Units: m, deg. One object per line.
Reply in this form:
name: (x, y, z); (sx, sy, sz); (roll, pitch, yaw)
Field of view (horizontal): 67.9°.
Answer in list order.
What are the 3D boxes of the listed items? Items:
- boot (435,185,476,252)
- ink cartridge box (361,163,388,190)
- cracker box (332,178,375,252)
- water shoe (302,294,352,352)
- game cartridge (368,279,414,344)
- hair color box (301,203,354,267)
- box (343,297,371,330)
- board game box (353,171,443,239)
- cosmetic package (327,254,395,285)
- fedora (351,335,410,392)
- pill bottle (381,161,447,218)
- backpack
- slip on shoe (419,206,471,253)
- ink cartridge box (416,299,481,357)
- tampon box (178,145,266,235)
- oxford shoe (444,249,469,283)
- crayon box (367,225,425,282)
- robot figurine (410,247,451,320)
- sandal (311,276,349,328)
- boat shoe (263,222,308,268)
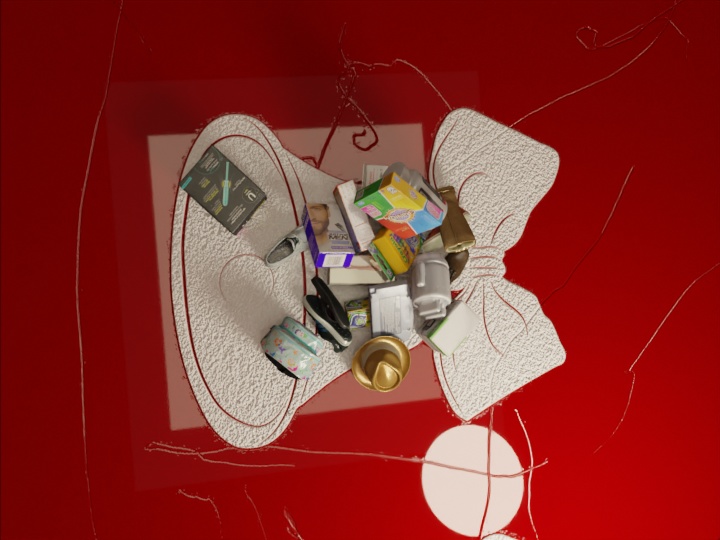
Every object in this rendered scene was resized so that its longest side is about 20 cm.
boot: (0.235, -0.147, 1.603); (0.172, 0.066, 0.204); (-17, 64, 5)
ink cartridge box: (0.053, -0.236, 1.556); (0.066, 0.200, 0.120); (5, 89, 12)
cracker box: (-0.018, -0.157, 1.584); (0.057, 0.134, 0.204); (-21, 93, -8)
water shoe: (-0.113, 0.162, 1.598); (0.200, 0.071, 0.079); (46, 123, 14)
game cartridge: (0.092, 0.124, 1.568); (0.130, 0.042, 0.204); (-11, 121, -13)
hair color box: (-0.096, -0.104, 1.541); (0.107, 0.065, 0.202); (-1, 47, -23)
box: (0.053, 0.118, 1.618); (0.196, 0.070, 0.066); (-11, 116, -8)
board game box: (0.103, -0.168, 1.433); (0.198, 0.152, 0.041); (32, 58, -30)
cosmetic package: (0.000, 0.000, 1.602); (0.195, 0.103, 0.089); (1, 87, -10)
fedora: (0.069, 0.294, 1.586); (0.196, 0.082, 0.204); (-6, 118, -10)
pill bottle: (0.149, -0.210, 1.499); (0.199, 0.110, 0.112); (38, 84, -36)
backpack: (-0.194, 0.226, 1.524); (0.177, 0.200, 0.152); (38, 85, -5)
slip on shoe: (0.252, -0.125, 1.663); (0.199, 0.074, 0.061); (-40, 63, -2)
ink cartridge box: (0.256, 0.166, 1.589); (0.084, 0.200, 0.146); (43, 84, -3)
tampon box: (-0.389, -0.224, 1.534); (0.200, 0.126, 0.150); (42, 85, -7)
oxford shoe: (0.274, 0.010, 1.651); (0.072, 0.084, 0.201); (39, 83, -4)
crayon box: (0.110, -0.080, 1.556); (0.127, 0.051, 0.201); (53, 44, -19)
robot figurine: (0.201, 0.036, 1.532); (0.111, 0.169, 0.204); (-13, 62, 24)
sandal: (-0.093, 0.103, 1.572); (0.048, 0.075, 0.201); (-44, 55, 12)
boat shoe: (-0.201, -0.076, 1.587); (0.200, 0.071, 0.070); (-40, 94, -9)
